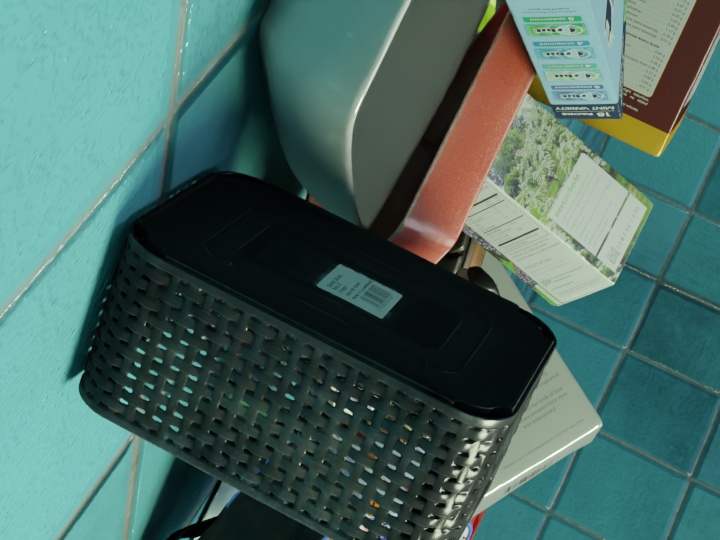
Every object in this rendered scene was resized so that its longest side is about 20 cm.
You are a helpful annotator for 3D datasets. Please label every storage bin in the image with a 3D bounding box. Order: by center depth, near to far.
[{"bbox_3d":[-0.019,0.044,0.778,0.094,0.199,0.135,-69,169,23],"label":"storage bin"}]

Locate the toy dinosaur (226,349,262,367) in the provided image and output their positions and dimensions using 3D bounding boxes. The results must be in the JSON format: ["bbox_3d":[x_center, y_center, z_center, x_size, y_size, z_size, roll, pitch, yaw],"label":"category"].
[{"bbox_3d":[-0.055,0.018,1.002,0.200,0.047,0.089,78,32,-80],"label":"toy dinosaur"}]

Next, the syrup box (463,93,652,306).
[{"bbox_3d":[0.107,-0.070,1.152,0.079,0.200,0.081,-59,-164,-26],"label":"syrup box"}]

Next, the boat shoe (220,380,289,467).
[{"bbox_3d":[-0.065,0.123,1.120,0.200,0.073,0.065,65,47,-77],"label":"boat shoe"}]

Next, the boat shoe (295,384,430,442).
[{"bbox_3d":[0.031,0.108,1.242,0.065,0.199,0.073,-50,129,-25],"label":"boat shoe"}]

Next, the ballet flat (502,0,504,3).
[{"bbox_3d":[0.111,-0.186,1.072,0.067,0.067,0.200,-50,-154,-15],"label":"ballet flat"}]

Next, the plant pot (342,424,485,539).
[{"bbox_3d":[0.049,0.165,1.512,0.201,0.182,0.201,-61,171,-16],"label":"plant pot"}]

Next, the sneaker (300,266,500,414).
[{"bbox_3d":[0.035,0.037,1.064,0.116,0.075,0.200,-46,157,17],"label":"sneaker"}]

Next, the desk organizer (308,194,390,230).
[{"bbox_3d":[0.000,0.000,1.141,0.072,0.077,0.200,-56,168,-36],"label":"desk organizer"}]

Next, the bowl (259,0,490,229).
[{"bbox_3d":[0.011,-0.140,0.852,0.201,0.074,0.200,-61,170,-15],"label":"bowl"}]

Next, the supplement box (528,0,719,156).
[{"bbox_3d":[0.191,-0.230,1.221,0.201,0.197,0.133,-67,170,21],"label":"supplement box"}]

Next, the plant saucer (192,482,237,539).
[{"bbox_3d":[-0.091,0.205,1.298,0.202,0.039,0.201,-60,169,-19],"label":"plant saucer"}]

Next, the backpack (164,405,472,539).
[{"bbox_3d":[-0.014,0.195,1.074,0.200,0.154,0.190,-43,158,27],"label":"backpack"}]

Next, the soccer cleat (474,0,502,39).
[{"bbox_3d":[0.072,-0.213,1.029,0.081,0.067,0.201,-59,167,-45],"label":"soccer cleat"}]

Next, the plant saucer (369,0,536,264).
[{"bbox_3d":[0.040,-0.052,0.946,0.200,0.037,0.200,-63,-174,-31],"label":"plant saucer"}]

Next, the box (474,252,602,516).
[{"bbox_3d":[0.090,0.095,1.370,0.152,0.201,0.106,-30,166,-4],"label":"box"}]

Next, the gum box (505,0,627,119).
[{"bbox_3d":[0.116,-0.193,0.855,0.200,0.044,0.171,39,54,-71],"label":"gum box"}]

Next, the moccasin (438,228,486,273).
[{"bbox_3d":[0.079,-0.057,1.239,0.078,0.073,0.202,43,44,-48],"label":"moccasin"}]
